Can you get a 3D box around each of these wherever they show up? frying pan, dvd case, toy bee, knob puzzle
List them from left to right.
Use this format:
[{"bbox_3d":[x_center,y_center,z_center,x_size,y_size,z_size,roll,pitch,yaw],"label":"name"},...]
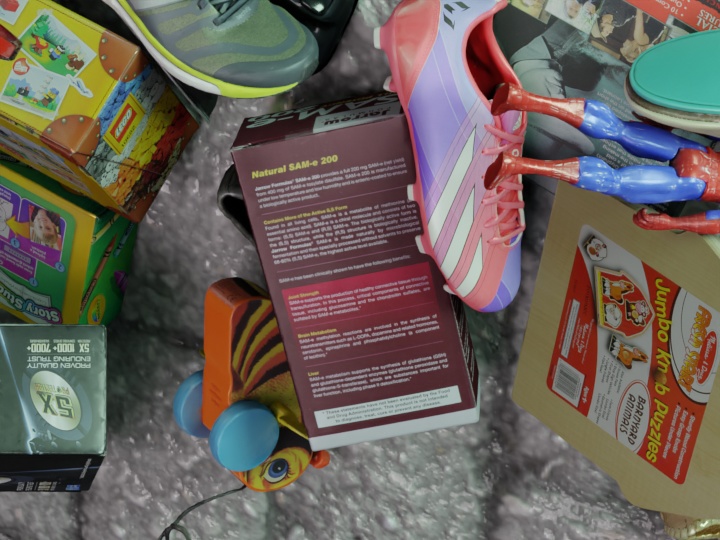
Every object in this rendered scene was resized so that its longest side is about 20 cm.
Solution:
[{"bbox_3d":[-0.146,-0.166,1.336,0.031,0.115,0.190,-39,76,0],"label":"frying pan"},{"bbox_3d":[-0.069,0.097,1.451,0.131,0.108,0.200,57,135,35],"label":"toy bee"},{"bbox_3d":[0.140,-0.119,1.210,0.146,0.022,0.200,31,131,13],"label":"dvd case"},{"bbox_3d":[0.180,0.054,1.242,0.219,0.030,0.220,27,130,38],"label":"knob puzzle"}]

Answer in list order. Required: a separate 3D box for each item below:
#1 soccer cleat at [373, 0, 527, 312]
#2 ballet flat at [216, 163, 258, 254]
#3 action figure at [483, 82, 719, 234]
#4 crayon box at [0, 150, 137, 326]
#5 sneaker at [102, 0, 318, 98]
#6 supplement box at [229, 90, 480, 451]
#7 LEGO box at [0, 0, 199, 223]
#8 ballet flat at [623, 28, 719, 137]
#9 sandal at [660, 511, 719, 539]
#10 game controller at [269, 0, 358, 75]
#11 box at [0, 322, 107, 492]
[{"bbox_3d":[0.066,-0.064,1.241,0.076,0.067,0.201,-2,117,31],"label":"soccer cleat"},{"bbox_3d":[-0.027,0.017,1.385,0.066,0.057,0.200,-26,103,42],"label":"ballet flat"},{"bbox_3d":[0.165,-0.055,1.166,0.199,0.066,0.052,9,162,-12],"label":"action figure"},{"bbox_3d":[-0.249,-0.047,1.488,0.200,0.058,0.119,28,131,15],"label":"crayon box"},{"bbox_3d":[-0.106,-0.173,1.248,0.200,0.074,0.081,36,144,6],"label":"sneaker"},{"bbox_3d":[0.000,0.000,1.319,0.108,0.061,0.201,-10,111,9],"label":"supplement box"},{"bbox_3d":[-0.216,-0.123,1.352,0.200,0.077,0.149,28,172,16],"label":"LEGO box"},{"bbox_3d":[0.237,-0.091,1.125,0.199,0.070,0.070,-6,116,23],"label":"ballet flat"},{"bbox_3d":[0.213,0.145,1.301,0.077,0.070,0.212,-19,107,40],"label":"sandal"},{"bbox_3d":[-0.091,-0.197,1.307,0.200,0.042,0.104,38,147,7],"label":"game controller"},{"bbox_3d":[-0.254,0.094,1.457,0.163,0.086,0.200,1,167,-11],"label":"box"}]
